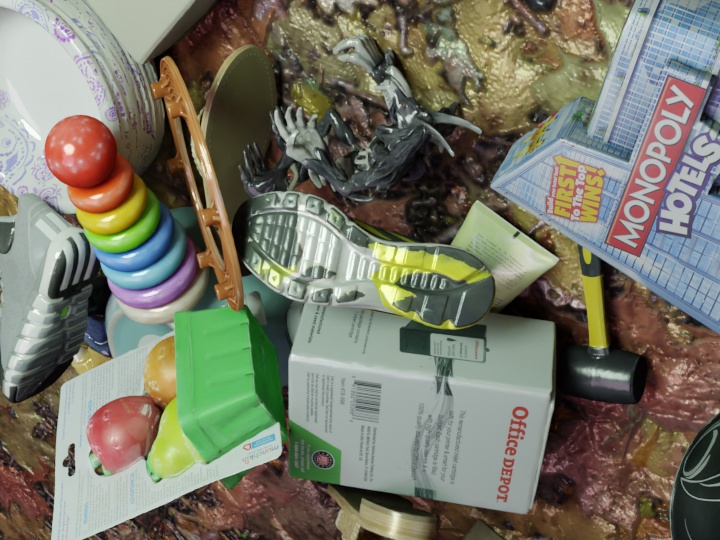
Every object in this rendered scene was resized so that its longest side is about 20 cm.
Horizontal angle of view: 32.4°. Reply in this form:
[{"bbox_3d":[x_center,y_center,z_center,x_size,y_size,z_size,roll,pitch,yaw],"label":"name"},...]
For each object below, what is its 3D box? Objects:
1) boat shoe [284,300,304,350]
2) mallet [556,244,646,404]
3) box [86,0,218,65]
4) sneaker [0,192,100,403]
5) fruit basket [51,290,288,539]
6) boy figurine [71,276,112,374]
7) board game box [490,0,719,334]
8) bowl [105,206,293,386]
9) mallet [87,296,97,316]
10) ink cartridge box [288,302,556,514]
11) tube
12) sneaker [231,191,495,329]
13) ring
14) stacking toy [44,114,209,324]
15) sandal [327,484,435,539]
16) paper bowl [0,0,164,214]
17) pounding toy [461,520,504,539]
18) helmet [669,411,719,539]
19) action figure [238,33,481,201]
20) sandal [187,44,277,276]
[{"bbox_3d":[-0.021,0.113,1.094,0.070,0.072,0.201,-15,113,37],"label":"boat shoe"},{"bbox_3d":[0.162,0.008,0.913,0.065,0.041,0.202,-2,115,33],"label":"mallet"},{"bbox_3d":[-0.124,-0.245,0.916,0.082,0.068,0.199,51,136,-6],"label":"box"},{"bbox_3d":[-0.296,0.015,1.087,0.115,0.075,0.201,42,125,19],"label":"sneaker"},{"bbox_3d":[-0.155,0.120,0.989,0.199,0.186,0.094,-29,128,12],"label":"fruit basket"},{"bbox_3d":[-0.252,0.104,1.265,0.123,0.064,0.202,15,127,26],"label":"boy figurine"},{"bbox_3d":[0.193,-0.073,0.793,0.198,0.062,0.201,22,131,12],"label":"board game box"},{"bbox_3d":[-0.154,0.054,1.128,0.199,0.105,0.203,19,129,25],"label":"bowl"},{"bbox_3d":[-0.294,-0.046,1.151,0.066,0.041,0.202,-30,79,50],"label":"mallet"},{"bbox_3d":[0.047,0.103,0.968,0.197,0.084,0.148,9,132,5],"label":"ink cartridge box"},{"bbox_3d":[0.075,0.029,0.986,0.200,0.057,0.052,-54,45,43],"label":"tube"},{"bbox_3d":[0.000,0.000,0.911,0.198,0.085,0.075,20,87,5],"label":"sneaker"},{"bbox_3d":[-0.128,-0.064,0.951,0.200,0.019,0.203,162,90,-79],"label":"ring"},{"bbox_3d":[-0.188,-0.045,0.980,0.085,0.086,0.201,17,150,26],"label":"stacking toy"},{"bbox_3d":[0.010,0.226,1.042,0.077,0.070,0.212,13,174,-10],"label":"sandal"},{"bbox_3d":[-0.252,-0.158,1.046,0.199,0.104,0.202,20,130,25],"label":"paper bowl"},{"bbox_3d":[0.096,0.325,1.080,0.199,0.184,0.143,38,135,8],"label":"pounding toy"},{"bbox_3d":[0.320,0.160,0.807,0.201,0.200,0.190,55,152,-10],"label":"helmet"},{"bbox_3d":[-0.010,-0.103,0.903,0.199,0.119,0.103,-11,120,47],"label":"action figure"},{"bbox_3d":[-0.117,-0.095,1.016,0.069,0.077,0.213,32,138,34],"label":"sandal"}]
